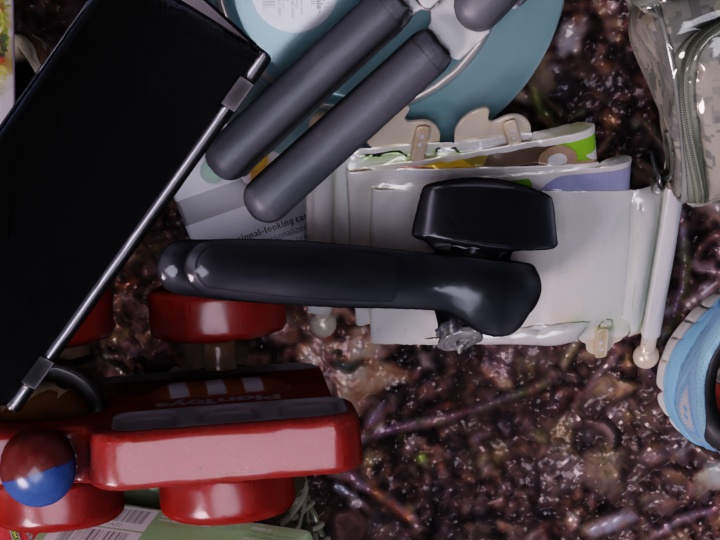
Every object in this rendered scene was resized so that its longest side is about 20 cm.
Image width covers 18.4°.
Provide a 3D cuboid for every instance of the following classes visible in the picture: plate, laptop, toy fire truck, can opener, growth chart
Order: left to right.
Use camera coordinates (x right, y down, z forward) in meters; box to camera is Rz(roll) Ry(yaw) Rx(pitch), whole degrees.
[{"bbox_3d":[-0.140,-0.050,0.929,0.116,0.200,0.188,33,97,-32],"label":"laptop"},{"bbox_3d":[-0.104,0.068,1.010,0.198,0.168,0.113,-3,96,-6],"label":"toy fire truck"},{"bbox_3d":[-0.001,-0.142,1.031,0.199,0.026,0.202,-1,108,-2],"label":"plate"},{"bbox_3d":[0.000,0.000,1.020,0.199,0.063,0.079,-2,82,-27],"label":"can opener"},{"bbox_3d":[0.014,-0.103,0.992,0.200,0.067,0.053,-42,88,2],"label":"can opener"},{"bbox_3d":[0.065,-0.016,1.079,0.198,0.018,0.145,4,123,-10],"label":"growth chart"}]

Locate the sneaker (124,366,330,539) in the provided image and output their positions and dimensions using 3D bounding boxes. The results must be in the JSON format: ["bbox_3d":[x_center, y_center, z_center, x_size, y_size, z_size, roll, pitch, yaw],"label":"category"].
[{"bbox_3d":[-0.052,0.128,1.136,0.200,0.067,0.090,37,110,-8],"label":"sneaker"}]

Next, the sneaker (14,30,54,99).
[{"bbox_3d":[-0.215,-0.038,1.037,0.070,0.076,0.200,36,70,21],"label":"sneaker"}]

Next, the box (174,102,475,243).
[{"bbox_3d":[-0.031,-0.099,1.078,0.155,0.041,0.201,-19,106,5],"label":"box"}]

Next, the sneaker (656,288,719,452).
[{"bbox_3d":[0.217,0.006,1.085,0.078,0.090,0.201,22,103,-7],"label":"sneaker"}]

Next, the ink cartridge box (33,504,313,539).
[{"bbox_3d":[-0.074,0.212,1.116,0.145,0.048,0.201,4,126,28],"label":"ink cartridge box"}]

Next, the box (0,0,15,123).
[{"bbox_3d":[-0.171,-0.148,0.968,0.038,0.041,0.202,-2,95,-14],"label":"box"}]

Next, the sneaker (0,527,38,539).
[{"bbox_3d":[-0.195,0.053,1.118,0.085,0.077,0.202,-8,95,-41],"label":"sneaker"}]

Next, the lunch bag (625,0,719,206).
[{"bbox_3d":[0.216,-0.126,1.008,0.199,0.139,0.169,-12,100,3],"label":"lunch bag"}]
